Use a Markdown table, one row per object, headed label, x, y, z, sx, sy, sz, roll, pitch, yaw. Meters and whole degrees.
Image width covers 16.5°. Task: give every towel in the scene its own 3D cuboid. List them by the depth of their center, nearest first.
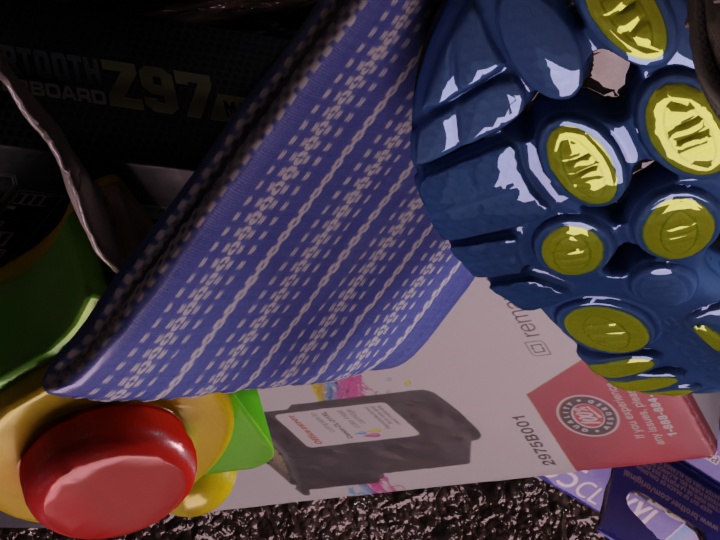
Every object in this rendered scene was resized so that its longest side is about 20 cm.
| label | x | y | z | sx | sy | sz | roll | pitch | yaw |
| --- | --- | --- | --- | --- | --- | --- | --- | --- | --- |
| towel | 0.011 | -0.032 | 0.572 | 0.145 | 0.024 | 0.200 | -54 | 164 | 12 |

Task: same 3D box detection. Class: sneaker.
| label | x | y | z | sx | sy | sz | roll | pitch | yaw |
| --- | --- | --- | --- | --- | --- | --- | --- | --- | --- |
| sneaker | 0.060 | -0.032 | 0.557 | 0.071 | 0.083 | 0.200 | -8 | 158 | 18 |

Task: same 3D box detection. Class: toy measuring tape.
| label | x | y | z | sx | sy | sz | roll | pitch | yaw |
| --- | --- | --- | --- | --- | --- | --- | --- | --- | --- |
| toy measuring tape | -0.079 | 0.009 | 0.568 | 0.073 | 0.074 | 0.200 | -8 | 146 | 16 |

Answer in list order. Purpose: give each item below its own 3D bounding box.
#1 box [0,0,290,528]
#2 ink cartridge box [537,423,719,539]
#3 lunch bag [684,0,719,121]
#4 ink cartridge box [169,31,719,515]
| label | x | y | z | sx | sy | sz | roll | pitch | yaw |
| --- | --- | --- | --- | --- | --- | --- | --- | --- | --- |
| box | -0.107 | 0.005 | 0.666 | 0.157 | 0.051 | 0.200 | 6 | 146 | -36 |
| ink cartridge box | 0.113 | 0.031 | 0.925 | 0.076 | 0.136 | 0.200 | -49 | -160 | 27 |
| lunch bag | 0.162 | -0.047 | 0.489 | 0.167 | 0.140 | 0.200 | 9 | -177 | 21 |
| ink cartridge box | 0.000 | 0.000 | 0.787 | 0.200 | 0.083 | 0.146 | -9 | 140 | 24 |
